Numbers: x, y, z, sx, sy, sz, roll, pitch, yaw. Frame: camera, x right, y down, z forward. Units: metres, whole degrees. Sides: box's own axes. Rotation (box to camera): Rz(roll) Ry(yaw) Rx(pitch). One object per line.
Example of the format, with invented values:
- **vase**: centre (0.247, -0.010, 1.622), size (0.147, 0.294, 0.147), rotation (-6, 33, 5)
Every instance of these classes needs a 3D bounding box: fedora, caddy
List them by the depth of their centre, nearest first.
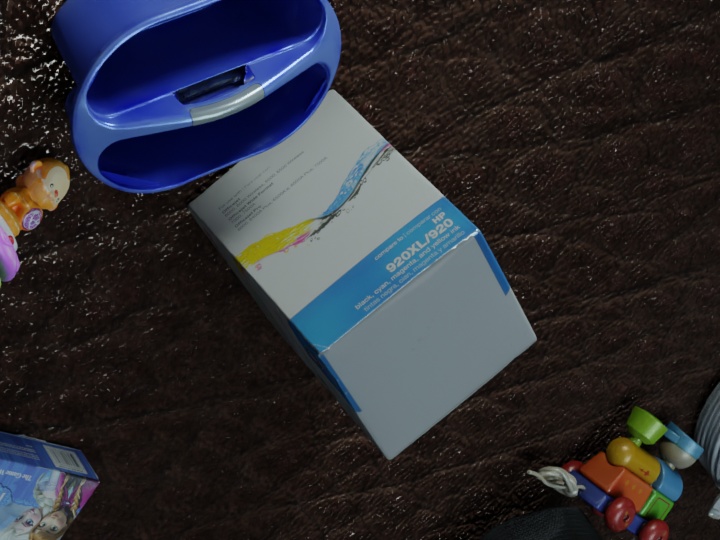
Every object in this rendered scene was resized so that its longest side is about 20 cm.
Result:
- **caddy**: centre (-0.110, -0.133, 1.433), size (0.199, 0.105, 0.142), rotation (-23, 135, -19)
- **fedora**: centre (0.163, 0.282, 2.000), size (0.200, 0.092, 0.201), rotation (-14, 150, -8)

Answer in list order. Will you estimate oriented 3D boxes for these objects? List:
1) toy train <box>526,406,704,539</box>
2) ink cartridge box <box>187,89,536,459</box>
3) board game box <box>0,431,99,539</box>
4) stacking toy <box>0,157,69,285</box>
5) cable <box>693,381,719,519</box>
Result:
- **toy train**: centre (0.241, 0.175, 1.997), size (0.116, 0.085, 0.200), rotation (-55, 138, 0)
- **ink cartridge box**: centre (0.000, 0.000, 1.563), size (0.145, 0.200, 0.147), rotation (-39, 139, -6)
- **board game box**: centre (-0.328, 0.205, 1.611), size (0.200, 0.043, 0.199), rotation (19, 113, -45)
- **stacking toy**: centre (-0.272, -0.010, 1.438), size (0.200, 0.110, 0.116), rotation (-38, 138, -20)
- **cable**: centre (0.422, 0.143, 2.111), size (0.199, 0.069, 0.201), rotation (-12, 131, -31)
